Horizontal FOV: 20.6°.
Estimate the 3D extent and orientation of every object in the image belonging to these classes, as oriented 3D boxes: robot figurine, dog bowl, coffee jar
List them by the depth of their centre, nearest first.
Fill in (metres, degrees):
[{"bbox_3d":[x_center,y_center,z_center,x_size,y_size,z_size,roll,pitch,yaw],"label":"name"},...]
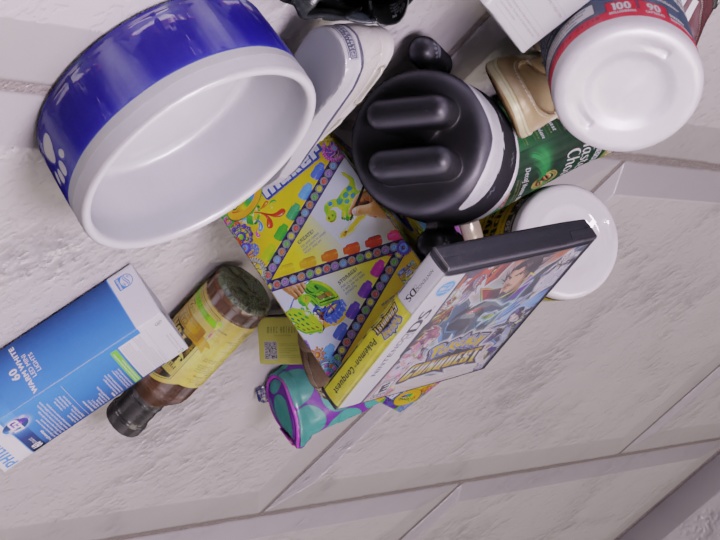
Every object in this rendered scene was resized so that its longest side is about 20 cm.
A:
[{"bbox_3d":[-0.136,-0.109,1.463,0.199,0.079,0.200,-30,159,-13],"label":"dog bowl"},{"bbox_3d":[0.062,-0.100,1.655,0.151,0.124,0.200,-56,165,7],"label":"robot figurine"},{"bbox_3d":[0.174,-0.131,1.866,0.199,0.086,0.105,-27,158,-20],"label":"coffee jar"}]

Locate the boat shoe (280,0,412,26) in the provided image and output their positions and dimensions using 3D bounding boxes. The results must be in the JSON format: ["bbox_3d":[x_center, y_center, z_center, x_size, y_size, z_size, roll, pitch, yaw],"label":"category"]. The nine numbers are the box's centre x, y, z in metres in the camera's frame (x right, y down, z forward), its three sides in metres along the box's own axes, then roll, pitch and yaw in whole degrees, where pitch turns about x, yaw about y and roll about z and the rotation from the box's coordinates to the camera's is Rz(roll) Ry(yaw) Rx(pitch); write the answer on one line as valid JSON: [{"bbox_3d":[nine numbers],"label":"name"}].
[{"bbox_3d":[0.007,-0.212,1.472,0.075,0.066,0.199,-47,156,26],"label":"boat shoe"}]

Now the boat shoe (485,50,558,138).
[{"bbox_3d":[0.157,-0.161,1.713,0.065,0.073,0.200,-25,179,15],"label":"boat shoe"}]

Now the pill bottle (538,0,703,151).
[{"bbox_3d":[0.200,-0.200,1.586,0.118,0.201,0.120,-2,130,-3],"label":"pill bottle"}]

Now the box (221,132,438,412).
[{"bbox_3d":[0.000,0.000,1.737,0.122,0.193,0.200,-38,158,7],"label":"box"}]

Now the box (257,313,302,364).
[{"bbox_3d":[-0.011,0.063,1.999,0.075,0.051,0.199,-2,-178,40],"label":"box"}]

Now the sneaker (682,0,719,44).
[{"bbox_3d":[0.308,-0.240,1.861,0.116,0.075,0.200,-58,175,-3],"label":"sneaker"}]

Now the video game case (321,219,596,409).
[{"bbox_3d":[0.083,0.035,1.636,0.199,0.026,0.181,-11,147,-47],"label":"video game case"}]

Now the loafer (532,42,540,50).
[{"bbox_3d":[0.188,-0.212,1.744,0.072,0.063,0.199,-47,156,29],"label":"loafer"}]

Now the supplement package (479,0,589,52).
[{"bbox_3d":[0.154,-0.282,1.473,0.199,0.118,0.117,-37,158,8],"label":"supplement package"}]

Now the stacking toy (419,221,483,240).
[{"bbox_3d":[0.015,-0.014,1.908,0.198,0.086,0.086,-21,156,-14],"label":"stacking toy"}]

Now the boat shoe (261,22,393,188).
[{"bbox_3d":[-0.038,-0.130,1.554,0.069,0.071,0.200,-14,158,-38],"label":"boat shoe"}]

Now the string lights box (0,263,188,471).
[{"bbox_3d":[-0.257,0.087,1.726,0.199,0.059,0.103,-33,158,-4],"label":"string lights box"}]

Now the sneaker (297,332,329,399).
[{"bbox_3d":[0.022,0.058,1.927,0.199,0.070,0.076,-23,116,-30],"label":"sneaker"}]

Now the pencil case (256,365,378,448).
[{"bbox_3d":[-0.007,0.115,2.122,0.199,0.085,0.093,-24,141,-25],"label":"pencil case"}]

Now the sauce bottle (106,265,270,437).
[{"bbox_3d":[-0.165,0.081,1.841,0.200,0.065,0.064,-47,156,25],"label":"sauce bottle"}]

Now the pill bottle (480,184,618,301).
[{"bbox_3d":[0.166,-0.024,1.968,0.111,0.112,0.200,-27,-174,-18],"label":"pill bottle"}]
